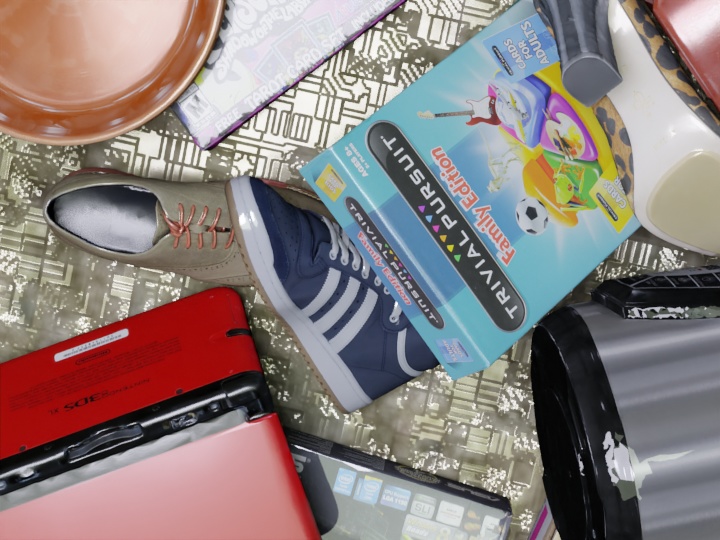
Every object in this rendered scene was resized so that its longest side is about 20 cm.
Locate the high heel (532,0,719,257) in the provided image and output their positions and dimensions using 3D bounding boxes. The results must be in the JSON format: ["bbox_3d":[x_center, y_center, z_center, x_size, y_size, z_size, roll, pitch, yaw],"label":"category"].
[{"bbox_3d":[0.171,-0.103,0.891,0.071,0.143,0.200,-29,127,24],"label":"high heel"}]

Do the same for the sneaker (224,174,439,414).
[{"bbox_3d":[0.000,0.000,0.903,0.108,0.070,0.201,-22,135,8],"label":"sneaker"}]

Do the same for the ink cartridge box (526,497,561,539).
[{"bbox_3d":[0.169,0.236,0.963,0.164,0.075,0.201,24,97,0],"label":"ink cartridge box"}]

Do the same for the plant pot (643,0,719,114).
[{"bbox_3d":[0.257,-0.185,0.853,0.195,0.201,0.201,-35,95,14],"label":"plant pot"}]

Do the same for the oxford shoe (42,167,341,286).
[{"bbox_3d":[-0.100,-0.022,0.938,0.198,0.075,0.071,4,97,1],"label":"oxford shoe"}]

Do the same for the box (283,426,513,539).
[{"bbox_3d":[-0.018,0.197,0.978,0.198,0.049,0.163,18,95,1],"label":"box"}]

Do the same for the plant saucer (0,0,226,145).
[{"bbox_3d":[-0.177,-0.177,0.909,0.198,0.032,0.202,1,97,5],"label":"plant saucer"}]

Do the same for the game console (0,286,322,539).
[{"bbox_3d":[-0.141,0.126,0.932,0.198,0.173,0.119,-19,124,-3],"label":"game console"}]

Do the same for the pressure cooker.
[{"bbox_3d":[0.205,0.088,0.838,0.198,0.179,0.177,-10,53,-3],"label":"pressure cooker"}]

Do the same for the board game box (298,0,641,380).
[{"bbox_3d":[0.085,-0.058,0.889,0.200,0.047,0.151,-40,96,-28],"label":"board game box"}]

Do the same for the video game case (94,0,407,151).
[{"bbox_3d":[-0.070,-0.204,0.933,0.199,0.036,0.182,-35,93,6],"label":"video game case"}]
